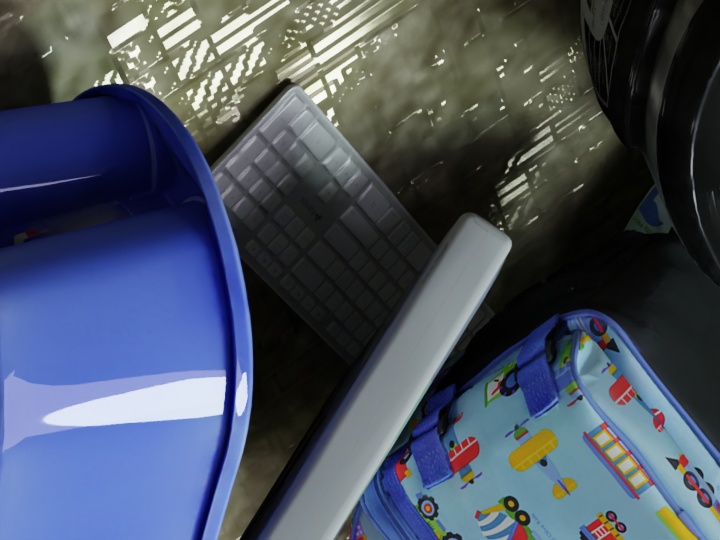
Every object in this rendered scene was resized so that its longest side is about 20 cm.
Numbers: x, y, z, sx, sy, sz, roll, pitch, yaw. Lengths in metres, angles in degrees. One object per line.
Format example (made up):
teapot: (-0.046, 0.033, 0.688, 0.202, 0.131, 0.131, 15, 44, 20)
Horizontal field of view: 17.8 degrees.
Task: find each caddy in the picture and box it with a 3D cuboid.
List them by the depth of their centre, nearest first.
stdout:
caddy: (-0.094, 0.039, 0.715, 0.105, 0.141, 0.200, -9, 132, -31)

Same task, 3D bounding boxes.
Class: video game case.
video game case: (-0.027, 0.093, 0.787, 0.200, 0.023, 0.182, -58, -179, -27)

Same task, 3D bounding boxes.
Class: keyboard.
keyboard: (0.000, 0.000, 0.865, 0.056, 0.011, 0.200, -42, 143, 0)

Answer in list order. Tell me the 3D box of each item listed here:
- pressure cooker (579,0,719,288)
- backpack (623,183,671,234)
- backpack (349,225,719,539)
pressure cooker: (0.167, -0.086, 0.786, 0.176, 0.200, 0.179, -30, 120, 12)
backpack: (0.194, 0.021, 0.953, 0.200, 0.151, 0.178, -5, 131, -32)
backpack: (0.077, 0.106, 0.856, 0.200, 0.183, 0.135, -35, -179, 36)
